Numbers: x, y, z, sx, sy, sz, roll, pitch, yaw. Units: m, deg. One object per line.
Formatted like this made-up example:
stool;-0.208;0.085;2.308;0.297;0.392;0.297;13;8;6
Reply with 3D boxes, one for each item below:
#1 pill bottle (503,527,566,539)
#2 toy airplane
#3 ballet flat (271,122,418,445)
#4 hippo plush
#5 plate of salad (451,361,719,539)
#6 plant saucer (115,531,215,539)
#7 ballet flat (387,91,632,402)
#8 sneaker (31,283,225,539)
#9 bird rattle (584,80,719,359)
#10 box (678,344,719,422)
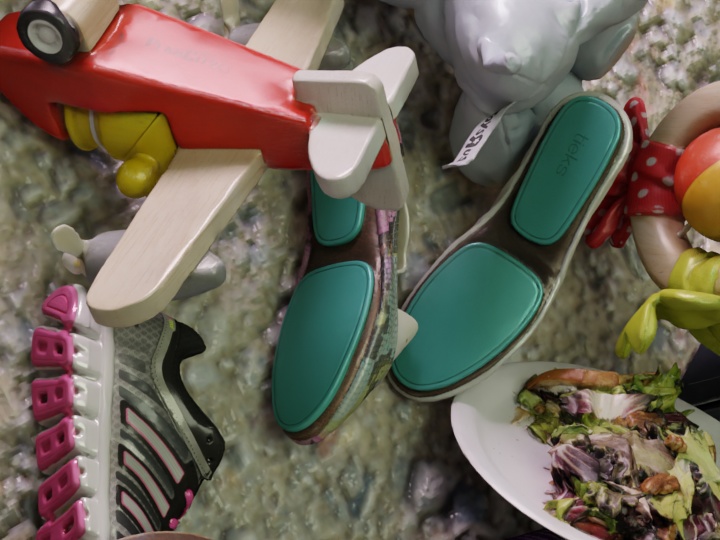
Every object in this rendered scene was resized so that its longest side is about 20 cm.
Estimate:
pill bottle;0.102;0.192;0.877;0.199;0.112;0.113;-8;81;-36
toy airplane;-0.068;-0.066;0.819;0.198;0.142;0.200;-15;53;-23
ballet flat;0.000;0.000;0.898;0.071;0.069;0.202;27;61;-47
hippo plush;0.053;-0.148;0.949;0.161;0.160;0.200;41;48;13
plate of salad;0.146;0.095;0.905;0.199;0.200;0.048;0;120;-34
plant saucer;-0.097;0.215;0.728;0.199;0.034;0.202;-14;111;-41
ballet flat;0.088;-0.008;0.941;0.069;0.069;0.201;35;89;-21
sneaker;-0.103;0.106;0.785;0.087;0.074;0.202;4;71;-29
bird rattle;0.197;-0.035;0.957;0.112;0.163;0.201;21;40;-30
box;0.304;0.041;1.036;0.104;0.148;0.200;46;58;-15
